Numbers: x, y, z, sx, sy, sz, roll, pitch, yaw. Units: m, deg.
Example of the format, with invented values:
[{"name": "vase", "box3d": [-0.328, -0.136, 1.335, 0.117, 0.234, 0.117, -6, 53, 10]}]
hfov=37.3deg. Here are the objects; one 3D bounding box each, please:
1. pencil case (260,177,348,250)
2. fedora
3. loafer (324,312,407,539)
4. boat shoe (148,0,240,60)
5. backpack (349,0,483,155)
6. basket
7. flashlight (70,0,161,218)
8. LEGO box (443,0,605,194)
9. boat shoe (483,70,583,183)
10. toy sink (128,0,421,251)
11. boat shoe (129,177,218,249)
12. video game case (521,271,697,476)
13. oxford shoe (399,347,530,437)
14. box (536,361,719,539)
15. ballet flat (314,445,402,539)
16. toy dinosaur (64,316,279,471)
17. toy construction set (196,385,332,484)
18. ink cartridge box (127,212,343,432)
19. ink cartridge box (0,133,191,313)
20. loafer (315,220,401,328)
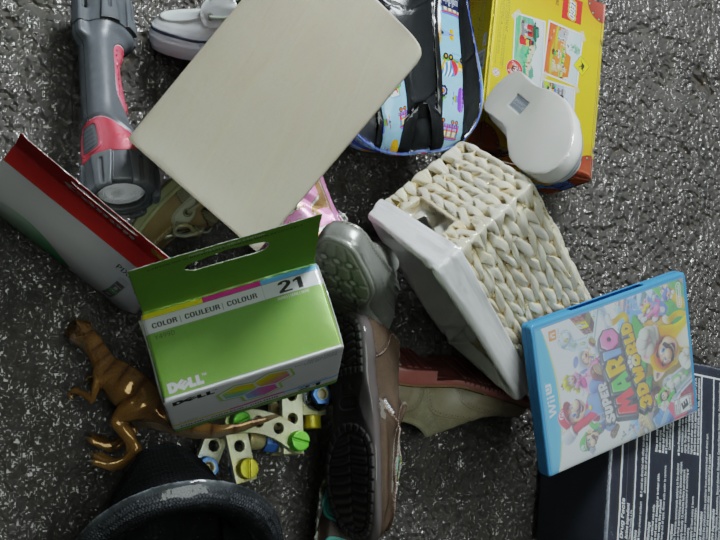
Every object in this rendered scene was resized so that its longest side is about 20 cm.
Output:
[{"name": "pencil case", "box3d": [-0.080, -0.103, 0.992, 0.086, 0.082, 0.203, -23, 93, -30]}, {"name": "fedora", "box3d": [-0.158, 0.212, 0.877, 0.197, 0.203, 0.092, 4, 39, -27]}, {"name": "loafer", "box3d": [0.016, 0.140, 0.951, 0.070, 0.072, 0.204, 4, 84, -39]}, {"name": "boat shoe", "box3d": [-0.101, -0.228, 0.946, 0.074, 0.196, 0.068, -56, 147, -54]}, {"name": "backpack", "box3d": [0.024, -0.204, 1.029, 0.180, 0.134, 0.204, -9, 87, -28]}, {"name": "basket", "box3d": [0.119, -0.004, 1.004, 0.123, 0.135, 0.201, -41, 128, -7]}, {"name": "flashlight", "box3d": [-0.210, -0.146, 0.914, 0.067, 0.068, 0.203, -3, 63, -12]}, {"name": "LEGO box", "box3d": [0.176, -0.203, 1.140, 0.147, 0.077, 0.204, 13, 77, -25]}, {"name": "boat shoe", "box3d": [0.169, -0.122, 0.989, 0.068, 0.200, 0.072, 38, 99, -24]}, {"name": "toy sink", "box3d": [-0.066, -0.141, 0.836, 0.130, 0.112, 0.201, 39, 96, -12]}, {"name": "boat shoe", "box3d": [-0.121, -0.071, 0.930, 0.200, 0.073, 0.063, -41, 90, 5]}, {"name": "video game case", "box3d": [0.241, 0.095, 1.015, 0.197, 0.018, 0.146, -16, 104, -28]}, {"name": "oxford shoe", "box3d": [0.083, 0.129, 1.067, 0.197, 0.070, 0.076, 14, 103, -27]}, {"name": "box", "box3d": [0.300, 0.196, 1.125, 0.195, 0.123, 0.204, 13, 76, -26]}, {"name": "ballet flat", "box3d": [-0.015, 0.243, 0.990, 0.074, 0.064, 0.203, 21, 73, -5]}, {"name": "toy dinosaur", "box3d": [-0.181, 0.115, 0.891, 0.198, 0.060, 0.107, 33, 95, 5]}, {"name": "toy construction set", "box3d": [-0.089, 0.089, 0.964, 0.129, 0.092, 0.204, 2, 93, -26]}, {"name": "ink cartridge box", "box3d": [-0.090, 0.046, 0.802, 0.145, 0.200, 0.077, -16, 72, -10]}, {"name": "ink cartridge box", "box3d": [-0.223, -0.029, 0.840, 0.160, 0.200, 0.050, 41, 79, -16]}, {"name": "loafer", "box3d": [0.000, 0.000, 0.971, 0.069, 0.201, 0.071, 22, 71, 14]}]
